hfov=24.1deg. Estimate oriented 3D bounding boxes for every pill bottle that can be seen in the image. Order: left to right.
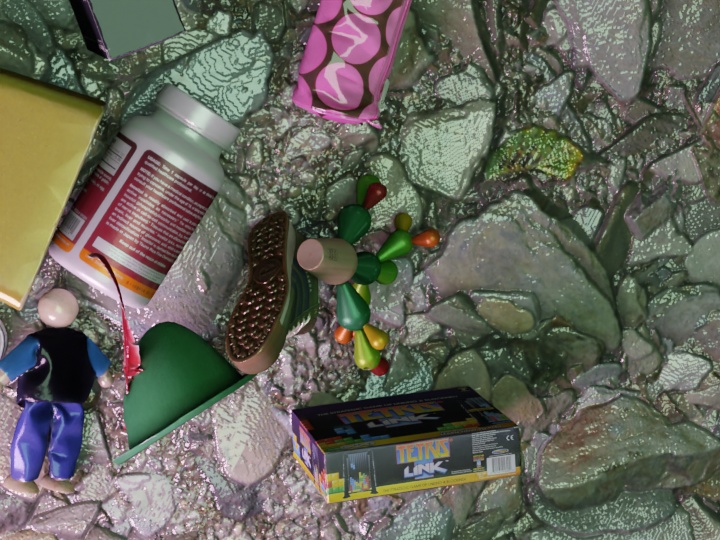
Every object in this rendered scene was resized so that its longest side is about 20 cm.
[{"bbox_3d":[-0.203,-0.074,1.623,0.113,0.113,0.200,33,91,-17],"label":"pill bottle"}]

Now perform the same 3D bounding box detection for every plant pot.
[{"bbox_3d":[-0.362,-0.102,1.545,0.199,0.196,0.195,23,93,-10],"label":"plant pot"}]

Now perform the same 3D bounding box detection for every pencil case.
[{"bbox_3d":[0.004,-0.244,1.662,0.093,0.091,0.201,19,98,18],"label":"pencil case"}]

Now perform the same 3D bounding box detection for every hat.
[{"bbox_3d":[-0.207,0.067,1.632,0.166,0.200,0.176,-34,90,-46],"label":"hat"}]

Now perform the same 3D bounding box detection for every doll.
[{"bbox_3d":[-0.307,0.117,1.658,0.136,0.048,0.201,5,97,-37],"label":"doll"}]

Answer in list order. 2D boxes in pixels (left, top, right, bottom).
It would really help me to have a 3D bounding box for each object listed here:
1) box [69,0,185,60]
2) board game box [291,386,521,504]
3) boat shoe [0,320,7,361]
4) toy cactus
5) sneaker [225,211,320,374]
[{"bbox_3d":[-0.230,-0.273,1.535,0.079,0.200,0.142,-20,105,-11],"label":"box"},{"bbox_3d":[0.043,0.172,1.702,0.199,0.165,0.057,-7,103,-13],"label":"board game box"},{"bbox_3d":[-0.415,0.125,1.614,0.075,0.086,0.202,43,89,-10],"label":"boat shoe"},{"bbox_3d":[0.000,0.000,1.673,0.165,0.102,0.201,15,84,-59],"label":"toy cactus"},{"bbox_3d":[-0.073,0.038,1.650,0.067,0.201,0.090,-21,129,24],"label":"sneaker"}]
